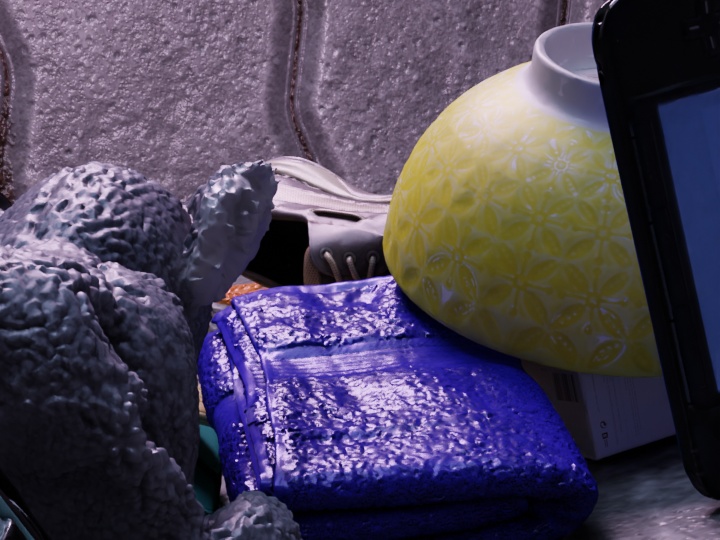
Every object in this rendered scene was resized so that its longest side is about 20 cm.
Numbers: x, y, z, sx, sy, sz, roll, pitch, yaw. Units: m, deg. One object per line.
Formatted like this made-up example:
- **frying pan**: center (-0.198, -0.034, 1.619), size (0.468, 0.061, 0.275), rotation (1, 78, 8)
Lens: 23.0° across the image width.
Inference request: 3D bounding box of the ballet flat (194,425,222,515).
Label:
- **ballet flat**: center (-0.103, 0.106, 0.853), size (0.064, 0.076, 0.200), rotation (-44, 0, 3)

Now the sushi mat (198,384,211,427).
- **sushi mat**: center (-0.061, 0.069, 0.855), size (0.198, 0.012, 0.096), rotation (14, 5, 0)

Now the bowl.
- **bowl**: center (0.112, -0.050, 0.815), size (0.197, 0.109, 0.201), rotation (4, 28, -2)

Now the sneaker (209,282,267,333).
- **sneaker**: center (-0.072, 0.056, 1.033), size (0.075, 0.093, 0.200), rotation (-9, 3, -19)

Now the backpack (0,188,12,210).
- **backpack**: center (-0.207, 0.048, 0.986), size (0.154, 0.200, 0.190), rotation (-44, 6, -10)

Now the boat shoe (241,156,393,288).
- **boat shoe**: center (0.000, 0.000, 0.915), size (0.199, 0.075, 0.073), rotation (16, 38, 39)

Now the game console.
- **game console**: center (0.200, -0.026, 0.654), size (0.169, 0.202, 0.118), rotation (-16, 6, -21)

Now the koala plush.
- **koala plush**: center (-0.108, 0.029, 0.652), size (0.175, 0.185, 0.201), rotation (-9, 33, 19)

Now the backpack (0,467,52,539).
- **backpack**: center (-0.158, 0.088, 0.424), size (0.175, 0.202, 0.153), rotation (-5, 26, 45)

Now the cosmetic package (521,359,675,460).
- **cosmetic package**: center (0.092, 0.054, 0.880), size (0.082, 0.051, 0.199), rotation (-16, 6, -24)

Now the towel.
- **towel**: center (0.007, 0.056, 0.757), size (0.146, 0.050, 0.200), rotation (-10, 24, -7)
